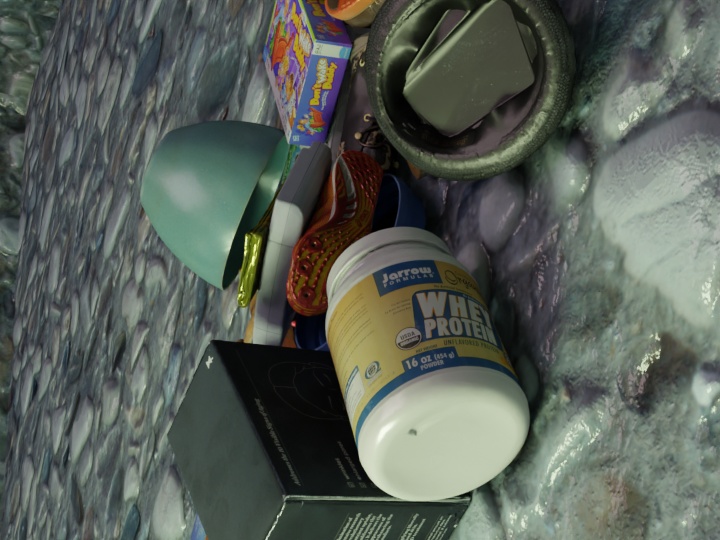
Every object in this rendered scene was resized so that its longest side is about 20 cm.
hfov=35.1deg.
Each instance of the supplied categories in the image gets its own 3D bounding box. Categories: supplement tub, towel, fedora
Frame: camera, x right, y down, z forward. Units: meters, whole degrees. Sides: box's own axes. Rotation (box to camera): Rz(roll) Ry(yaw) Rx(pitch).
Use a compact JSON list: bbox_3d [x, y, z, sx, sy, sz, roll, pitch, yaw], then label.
[{"bbox_3d":[0.049,0.075,0.967,0.146,0.143,0.201,-60,32,34],"label":"supplement tub"},{"bbox_3d":[-0.091,-0.046,1.187,0.201,0.018,0.087,-67,-7,-59],"label":"towel"},{"bbox_3d":[0.103,-0.178,0.978,0.198,0.091,0.204,12,114,28],"label":"fedora"}]

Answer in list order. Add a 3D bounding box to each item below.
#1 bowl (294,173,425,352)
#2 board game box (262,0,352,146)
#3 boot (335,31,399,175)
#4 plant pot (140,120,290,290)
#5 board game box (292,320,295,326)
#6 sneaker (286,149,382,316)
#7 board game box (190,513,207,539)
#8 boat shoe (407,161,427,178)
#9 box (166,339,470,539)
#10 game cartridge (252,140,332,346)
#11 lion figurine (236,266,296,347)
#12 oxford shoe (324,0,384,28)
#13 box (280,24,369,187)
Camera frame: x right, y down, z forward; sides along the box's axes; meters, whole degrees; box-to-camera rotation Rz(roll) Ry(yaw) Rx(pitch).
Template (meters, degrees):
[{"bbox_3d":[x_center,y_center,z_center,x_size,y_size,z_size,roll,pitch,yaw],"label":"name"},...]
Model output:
[{"bbox_3d":[0.000,0.000,1.158,0.201,0.039,0.202,-51,22,30],"label":"bowl"},{"bbox_3d":[-0.066,-0.259,1.342,0.201,0.044,0.136,-108,30,-48],"label":"board game box"},{"bbox_3d":[0.028,-0.178,1.185,0.199,0.072,0.153,178,102,-68],"label":"boot"},{"bbox_3d":[-0.182,-0.097,1.353,0.200,0.133,0.203,24,-90,-88],"label":"plant pot"},{"bbox_3d":[-0.051,0.024,1.308,0.158,0.038,0.203,-42,44,52],"label":"board game box"},{"bbox_3d":[-0.023,-0.027,1.112,0.078,0.072,0.201,116,178,-50],"label":"sneaker"},{"bbox_3d":[-0.117,0.246,1.301,0.134,0.034,0.203,24,104,35],"label":"board game box"},{"bbox_3d":[0.080,-0.179,1.087,0.074,0.068,0.202,-117,24,-47],"label":"boat shoe"},{"bbox_3d":[-0.042,0.176,1.023,0.125,0.194,0.201,-61,39,24],"label":"box"},{"bbox_3d":[-0.073,-0.018,1.184,0.134,0.040,0.202,-64,-10,-48],"label":"game cartridge"},{"bbox_3d":[-0.104,0.084,1.372,0.123,0.072,0.202,-60,38,37],"label":"lion figurine"},{"bbox_3d":[0.055,-0.313,1.197,0.198,0.072,0.072,-16,64,41],"label":"oxford shoe"},{"bbox_3d":[-0.043,-0.190,1.378,0.144,0.036,0.203,7,86,65],"label":"box"}]
